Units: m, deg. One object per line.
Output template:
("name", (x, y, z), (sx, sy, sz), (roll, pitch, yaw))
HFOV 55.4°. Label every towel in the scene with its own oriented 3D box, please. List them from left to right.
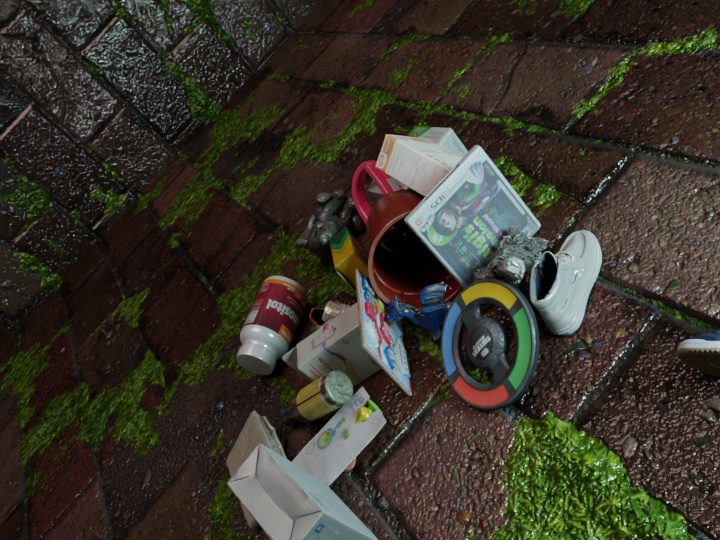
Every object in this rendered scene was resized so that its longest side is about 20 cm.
("towel", (-0.193, 0.364, 1.279), (0.134, 0.034, 0.200), (-62, 30, 11))

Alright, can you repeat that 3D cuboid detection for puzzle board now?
("puzzle board", (0.043, 0.105, 1.220), (0.017, 0.151, 0.201), (-29, 35, 19))

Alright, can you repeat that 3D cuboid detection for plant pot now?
("plant pot", (0.097, -0.055, 1.318), (0.200, 0.201, 0.196), (-39, 24, 9))

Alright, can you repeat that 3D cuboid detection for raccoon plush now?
("raccoon plush", (0.268, -0.021, 1.117), (0.135, 0.096, 0.200), (-58, 3, -12))

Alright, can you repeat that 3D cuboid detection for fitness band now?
("fitness band", (0.039, -0.148, 1.501), (0.037, 0.145, 0.201), (-16, 56, -27))

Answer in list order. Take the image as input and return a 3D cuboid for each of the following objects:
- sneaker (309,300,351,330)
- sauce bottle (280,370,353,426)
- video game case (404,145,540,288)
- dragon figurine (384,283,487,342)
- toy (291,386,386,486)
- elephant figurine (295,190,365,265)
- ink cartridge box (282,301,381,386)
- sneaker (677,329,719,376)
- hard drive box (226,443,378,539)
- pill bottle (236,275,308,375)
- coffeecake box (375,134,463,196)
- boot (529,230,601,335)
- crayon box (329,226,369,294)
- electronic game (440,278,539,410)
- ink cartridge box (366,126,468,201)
("sneaker", (-0.027, 0.102, 1.366), (0.198, 0.085, 0.073), (-7, 46, 41))
("sauce bottle", (-0.088, 0.241, 1.261), (0.200, 0.064, 0.065), (-36, 28, 48))
("video game case", (0.200, -0.083, 1.205), (0.182, 0.200, 0.023), (-45, 23, -2))
("dragon figurine", (0.137, 0.064, 1.205), (0.198, 0.100, 0.059), (-23, 38, 27))
("toy", (-0.033, 0.308, 1.175), (0.201, 0.047, 0.115), (-50, 30, 3))
("elephant figurine", (-0.083, -0.082, 1.582), (0.140, 0.156, 0.201), (5, 45, 24))
("ink cartridge box", (-0.040, 0.161, 1.284), (0.199, 0.116, 0.068), (-35, 32, 17))
("sneaker", (0.491, 0.068, 0.824), (0.198, 0.070, 0.110), (-4, 55, 38))
("hard drive box", (-0.078, 0.355, 0.997), (0.077, 0.200, 0.155), (-49, 49, -8))
("pill bottle", (-0.196, 0.122, 1.511), (0.112, 0.113, 0.202), (-13, 45, 40))
("coffeecake box", (0.154, -0.193, 1.353), (0.199, 0.152, 0.074), (36, 117, 33))
("boot", (0.321, -0.005, 1.078), (0.073, 0.096, 0.202), (-11, 45, 41))
("crayon box", (0.000, 0.000, 1.374), (0.051, 0.127, 0.200), (-38, 21, 8))
("electronic game", (0.196, 0.114, 1.066), (0.199, 0.041, 0.203), (-14, 73, 52))
("ink cartridge box", (0.127, -0.224, 1.556), (0.201, 0.083, 0.146), (-52, 32, -10))
